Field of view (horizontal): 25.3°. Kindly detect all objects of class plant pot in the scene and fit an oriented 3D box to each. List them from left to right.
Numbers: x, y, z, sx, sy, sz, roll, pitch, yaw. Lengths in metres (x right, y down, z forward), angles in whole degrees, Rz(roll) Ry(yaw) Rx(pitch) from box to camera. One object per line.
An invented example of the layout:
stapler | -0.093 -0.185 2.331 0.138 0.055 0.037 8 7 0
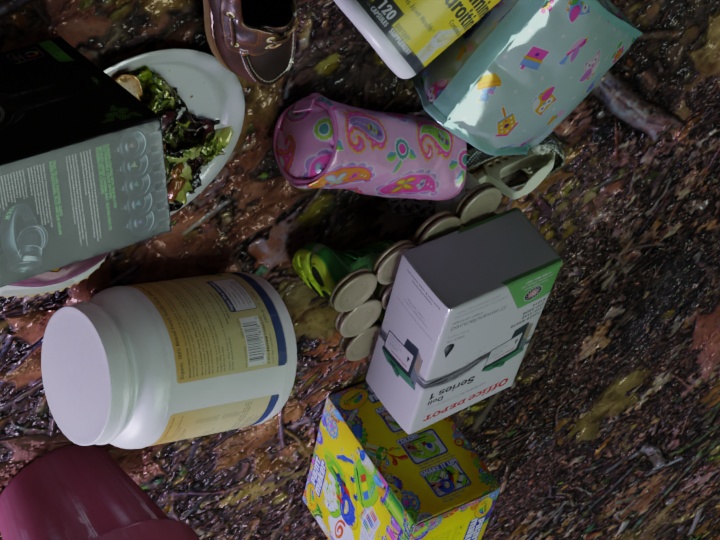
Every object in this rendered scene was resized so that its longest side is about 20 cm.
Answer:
plant pot | -0.265 0.280 1.575 0.199 0.179 0.201 -26 147 -19

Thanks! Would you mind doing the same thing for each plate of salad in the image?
plate of salad | -0.177 -0.094 1.309 0.199 0.048 0.201 -27 146 -19

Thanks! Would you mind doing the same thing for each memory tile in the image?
memory tile | 0.057 0.003 1.567 0.199 0.017 0.154 -34 151 -12

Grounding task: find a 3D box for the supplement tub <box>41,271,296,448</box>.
supplement tub | -0.172 0.081 1.446 0.199 0.145 0.145 -7 137 -40

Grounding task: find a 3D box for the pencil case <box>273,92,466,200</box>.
pencil case | 0.014 -0.110 1.453 0.199 0.088 0.088 2 131 -47

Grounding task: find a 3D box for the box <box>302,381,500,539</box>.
box | 0.041 0.256 1.841 0.121 0.193 0.201 -19 144 -27

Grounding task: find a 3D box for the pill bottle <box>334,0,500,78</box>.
pill bottle | 0.074 -0.258 1.290 0.200 0.112 0.112 -41 148 5

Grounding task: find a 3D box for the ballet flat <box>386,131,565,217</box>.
ballet flat | 0.123 -0.091 1.597 0.199 0.072 0.072 -25 146 -20

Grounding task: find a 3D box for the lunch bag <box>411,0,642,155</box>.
lunch bag | 0.139 -0.193 1.406 0.171 0.122 0.200 -48 165 17

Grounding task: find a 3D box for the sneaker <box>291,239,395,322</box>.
sneaker | 0.000 0.000 1.599 0.084 0.074 0.200 -56 149 5

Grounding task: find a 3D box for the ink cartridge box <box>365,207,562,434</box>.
ink cartridge box | 0.099 0.052 1.580 0.145 0.084 0.201 -22 147 -29

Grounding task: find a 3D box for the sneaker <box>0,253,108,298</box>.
sneaker | -0.283 -0.030 1.240 0.198 0.075 0.090 -12 143 -22

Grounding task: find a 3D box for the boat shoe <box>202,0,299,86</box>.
boat shoe | -0.082 -0.204 1.234 0.071 0.070 0.200 -50 154 -15

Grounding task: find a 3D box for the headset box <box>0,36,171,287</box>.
headset box | -0.248 -0.075 1.124 0.199 0.174 0.094 -19 125 -26
